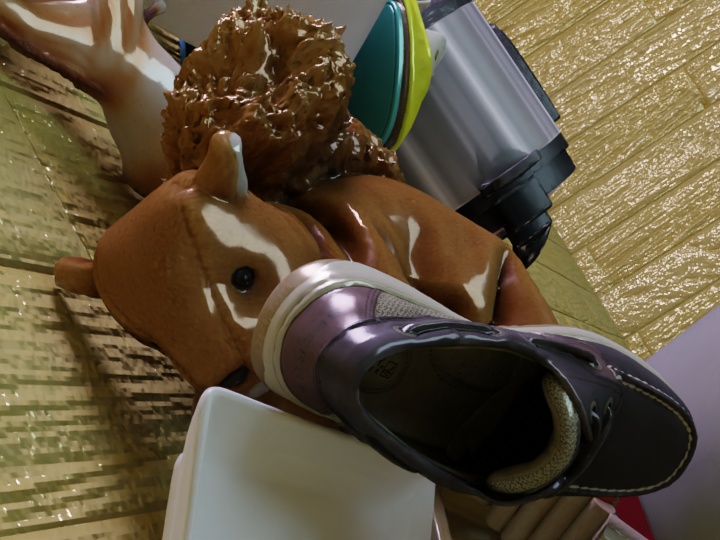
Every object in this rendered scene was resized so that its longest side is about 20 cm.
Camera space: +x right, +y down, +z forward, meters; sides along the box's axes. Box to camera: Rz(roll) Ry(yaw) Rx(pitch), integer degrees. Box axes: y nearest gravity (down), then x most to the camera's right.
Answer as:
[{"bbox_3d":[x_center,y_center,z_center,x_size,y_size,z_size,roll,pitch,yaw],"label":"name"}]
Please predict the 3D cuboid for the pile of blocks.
[{"bbox_3d":[0.086,0.083,0.620,0.082,0.062,0.200,12,31,-44],"label":"pile of blocks"}]

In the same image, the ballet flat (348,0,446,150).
[{"bbox_3d":[0.020,-0.162,0.881,0.067,0.067,0.201,7,63,-38],"label":"ballet flat"}]

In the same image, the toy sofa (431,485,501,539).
[{"bbox_3d":[0.055,0.180,0.589,0.083,0.098,0.200,25,24,-19],"label":"toy sofa"}]

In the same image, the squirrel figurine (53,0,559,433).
[{"bbox_3d":[-0.038,-0.010,0.571,0.186,0.141,0.201,18,46,-50],"label":"squirrel figurine"}]

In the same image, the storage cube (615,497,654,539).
[{"bbox_3d":[0.162,0.174,0.749,0.200,0.179,0.171,60,12,20],"label":"storage cube"}]

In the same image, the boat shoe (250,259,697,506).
[{"bbox_3d":[0.054,0.053,0.495,0.200,0.072,0.065,23,13,-35],"label":"boat shoe"}]

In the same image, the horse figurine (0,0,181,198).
[{"bbox_3d":[-0.096,-0.085,0.661,0.200,0.050,0.133,60,30,-24],"label":"horse figurine"}]

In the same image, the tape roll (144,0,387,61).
[{"bbox_3d":[-0.081,-0.188,0.798,0.202,0.071,0.203,27,21,-11],"label":"tape roll"}]

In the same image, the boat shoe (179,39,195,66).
[{"bbox_3d":[-0.070,-0.120,0.848,0.084,0.069,0.200,46,16,-42],"label":"boat shoe"}]

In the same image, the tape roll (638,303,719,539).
[{"bbox_3d":[0.214,0.101,0.618,0.200,0.066,0.201,26,41,-25],"label":"tape roll"}]

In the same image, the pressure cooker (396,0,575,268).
[{"bbox_3d":[0.054,-0.078,0.998,0.200,0.178,0.176,56,25,-2],"label":"pressure cooker"}]

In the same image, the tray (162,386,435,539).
[{"bbox_3d":[-0.020,0.109,0.481,0.200,0.022,0.108,33,62,-63],"label":"tray"}]
